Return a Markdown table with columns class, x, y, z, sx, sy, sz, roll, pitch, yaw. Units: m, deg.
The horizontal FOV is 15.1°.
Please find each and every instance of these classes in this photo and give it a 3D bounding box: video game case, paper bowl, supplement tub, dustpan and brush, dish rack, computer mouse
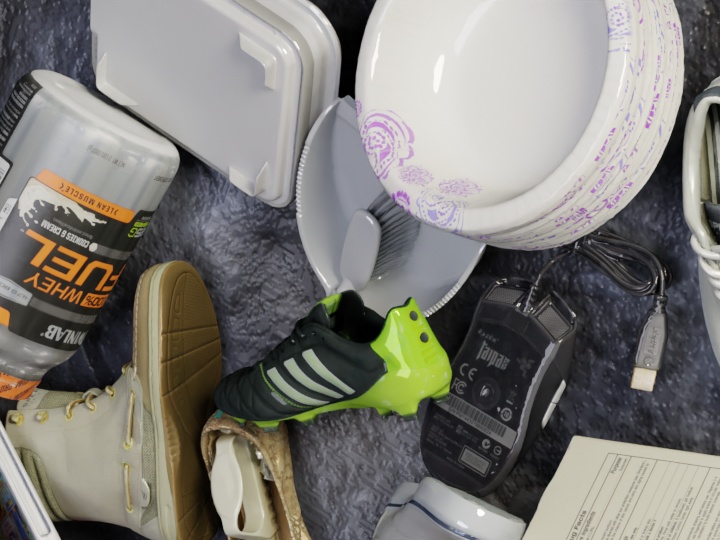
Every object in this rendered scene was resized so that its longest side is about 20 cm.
| class | x | y | z | sx | sy | sz | roll | pitch | yaw |
| --- | --- | --- | --- | --- | --- | --- | --- | --- | --- |
| video game case | -0.256 | 0.159 | 1.916 | 0.200 | 0.018 | 0.143 | 62 | 156 | 8 |
| paper bowl | 0.102 | -0.111 | 1.605 | 0.200 | 0.104 | 0.201 | -10 | 74 | 37 |
| supplement tub | -0.216 | -0.022 | 1.810 | 0.122 | 0.122 | 0.200 | 33 | 100 | 23 |
| dustpan and brush | 0.000 | 0.000 | 1.736 | 0.140 | 0.057 | 0.200 | 42 | 148 | 17 |
| dish rack | -0.104 | -0.134 | 1.750 | 0.200 | 0.044 | 0.172 | 35 | 143 | 24 |
| computer mouse | 0.123 | 0.059 | 1.683 | 0.140 | 0.046 | 0.200 | 24 | 100 | 30 |

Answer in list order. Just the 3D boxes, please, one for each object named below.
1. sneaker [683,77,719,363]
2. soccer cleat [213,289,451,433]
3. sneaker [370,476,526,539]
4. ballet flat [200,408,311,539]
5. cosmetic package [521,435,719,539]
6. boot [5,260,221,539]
| class | x | y | z | sx | sy | sz | roll | pitch | yaw |
| --- | --- | --- | --- | --- | --- | --- | --- | --- | --- |
| sneaker | 0.219 | -0.014 | 1.580 | 0.073 | 0.071 | 0.200 | -7 | 95 | 33 |
| soccer cleat | -0.023 | 0.056 | 1.731 | 0.200 | 0.067 | 0.081 | -8 | 105 | 45 |
| sneaker | 0.050 | 0.172 | 1.673 | 0.073 | 0.200 | 0.071 | 25 | 81 | -5 |
| ballet flat | -0.068 | 0.183 | 1.814 | 0.070 | 0.065 | 0.200 | -17 | 90 | 33 |
| cosmetic package | 0.204 | 0.168 | 1.601 | 0.200 | 0.105 | 0.071 | 8 | 139 | 31 |
| boot | -0.172 | 0.087 | 1.861 | 0.154 | 0.072 | 0.200 | 7 | 106 | 33 |
